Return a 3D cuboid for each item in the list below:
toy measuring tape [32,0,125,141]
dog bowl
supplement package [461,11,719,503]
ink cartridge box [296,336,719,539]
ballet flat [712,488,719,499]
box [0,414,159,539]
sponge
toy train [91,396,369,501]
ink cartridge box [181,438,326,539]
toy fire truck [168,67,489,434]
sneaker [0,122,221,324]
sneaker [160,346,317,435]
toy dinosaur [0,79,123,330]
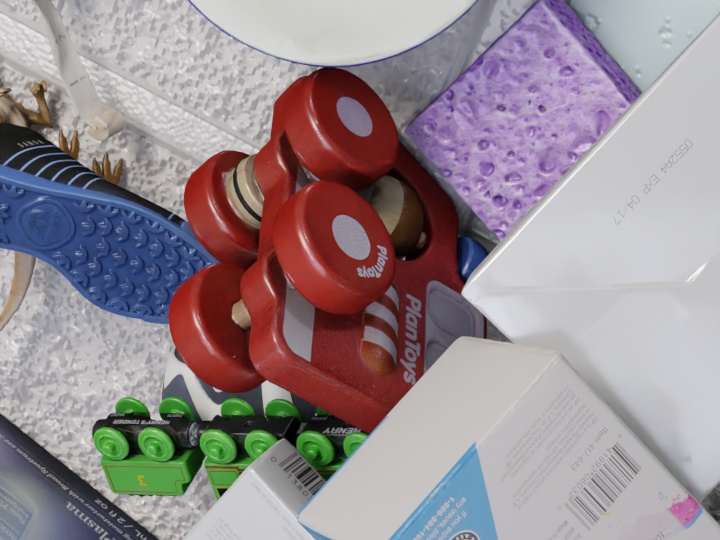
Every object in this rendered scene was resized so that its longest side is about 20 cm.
[{"bbox_3d":[-0.161,-0.174,1.191,0.073,0.074,0.201,-19,101,26],"label":"toy measuring tape"},{"bbox_3d":[-0.013,-0.205,1.079,0.198,0.079,0.202,0,100,2],"label":"dog bowl"},{"bbox_3d":[0.174,-0.012,1.058,0.156,0.111,0.200,44,97,1],"label":"supplement package"},{"bbox_3d":[0.093,0.148,1.020,0.129,0.125,0.200,-46,105,-12],"label":"ink cartridge box"},{"bbox_3d":[0.162,0.138,1.187,0.199,0.069,0.070,26,116,6],"label":"ballet flat"},{"bbox_3d":[-0.238,0.199,1.283,0.199,0.198,0.124,37,118,5],"label":"box"},{"bbox_3d":[0.126,-0.038,1.149,0.111,0.030,0.200,-40,91,28],"label":"sponge"},{"bbox_3d":[-0.060,0.102,1.183,0.198,0.042,0.057,-1,123,26],"label":"toy train"},{"bbox_3d":[-0.052,0.214,1.140,0.163,0.057,0.200,46,122,7],"label":"ink cartridge box"},{"bbox_3d":[0.000,0.000,1.130,0.167,0.201,0.112,32,132,-28],"label":"toy fire truck"},{"bbox_3d":[-0.164,-0.037,1.185,0.199,0.078,0.070,22,118,-13],"label":"sneaker"},{"bbox_3d":[-0.015,0.057,1.210,0.198,0.079,0.130,28,126,21],"label":"sneaker"},{"bbox_3d":[-0.197,-0.046,1.267,0.106,0.060,0.202,-3,98,35],"label":"toy dinosaur"}]
